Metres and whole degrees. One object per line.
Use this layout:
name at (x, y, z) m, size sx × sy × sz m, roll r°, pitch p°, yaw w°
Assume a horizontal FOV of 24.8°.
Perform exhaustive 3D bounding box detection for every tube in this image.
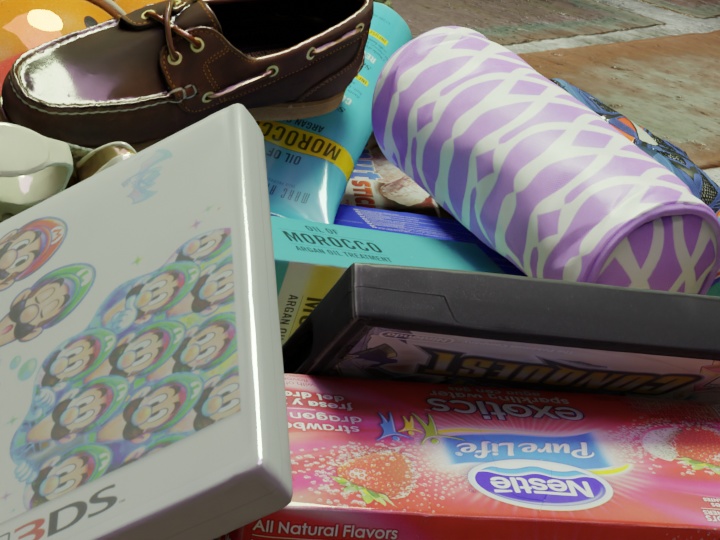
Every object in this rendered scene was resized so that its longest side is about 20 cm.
tube at (-0.023, -0.083, 0.895) m, size 0.077 × 0.051 × 0.200 m, roll 13°, pitch 38°, yaw 12°

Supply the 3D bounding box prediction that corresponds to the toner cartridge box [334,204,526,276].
toner cartridge box at (0.000, 0.000, 0.851) m, size 0.199 × 0.043 × 0.095 m, roll 7°, pitch 18°, yaw -24°

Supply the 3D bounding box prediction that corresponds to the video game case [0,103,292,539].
video game case at (-0.111, 0.039, 0.565) m, size 0.182 × 0.024 × 0.200 m, roll -26°, pitch 36°, yaw 13°

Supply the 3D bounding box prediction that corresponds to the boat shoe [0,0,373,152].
boat shoe at (-0.084, -0.108, 0.814) m, size 0.200 × 0.070 × 0.071 m, roll -17°, pitch 63°, yaw -33°

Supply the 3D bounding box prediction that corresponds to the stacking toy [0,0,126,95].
stacking toy at (-0.150, -0.051, 0.851) m, size 0.146 × 0.147 × 0.200 m, roll -4°, pitch 35°, yaw -29°

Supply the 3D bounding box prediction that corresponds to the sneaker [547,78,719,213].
sneaker at (0.175, -0.068, 1.108) m, size 0.078 × 0.076 × 0.200 m, roll 7°, pitch 28°, yaw -30°

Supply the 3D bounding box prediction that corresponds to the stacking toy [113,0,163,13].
stacking toy at (-0.074, -0.095, 0.996) m, size 0.146 × 0.146 × 0.200 m, roll -9°, pitch 44°, yaw -39°

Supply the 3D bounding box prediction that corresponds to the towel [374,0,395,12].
towel at (-0.023, -0.174, 1.071) m, size 0.036 × 0.200 × 0.148 m, roll -38°, pitch 36°, yaw -15°

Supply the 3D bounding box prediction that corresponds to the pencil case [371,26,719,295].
pencil case at (0.082, -0.038, 0.751) m, size 0.084 × 0.086 × 0.200 m, roll -22°, pitch 42°, yaw -18°

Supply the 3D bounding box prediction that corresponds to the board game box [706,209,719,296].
board game box at (0.235, 0.021, 0.807) m, size 0.152 × 0.045 × 0.200 m, roll 54°, pitch 30°, yaw 3°

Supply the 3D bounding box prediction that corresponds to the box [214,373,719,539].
box at (0.047, 0.103, 0.562) m, size 0.199 × 0.100 × 0.096 m, roll 5°, pitch 21°, yaw -11°

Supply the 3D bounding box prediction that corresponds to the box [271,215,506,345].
box at (-0.031, 0.023, 0.714) m, size 0.199 × 0.083 × 0.049 m, roll 7°, pitch 24°, yaw -31°

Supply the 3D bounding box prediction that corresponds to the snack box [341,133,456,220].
snack box at (0.016, -0.052, 1.046) m, size 0.072 × 0.024 × 0.200 m, roll 5°, pitch 22°, yaw -6°

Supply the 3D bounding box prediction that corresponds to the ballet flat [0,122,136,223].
ballet flat at (-0.130, -0.029, 0.695) m, size 0.200 × 0.072 × 0.072 m, roll 12°, pitch 13°, yaw -47°

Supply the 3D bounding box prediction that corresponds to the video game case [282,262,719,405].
video game case at (0.064, 0.048, 0.637) m, size 0.199 × 0.026 × 0.181 m, roll 6°, pitch -22°, yaw -17°
